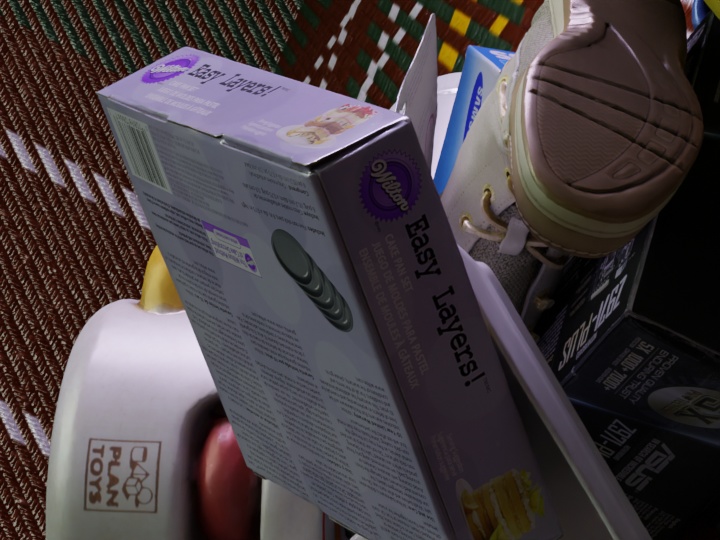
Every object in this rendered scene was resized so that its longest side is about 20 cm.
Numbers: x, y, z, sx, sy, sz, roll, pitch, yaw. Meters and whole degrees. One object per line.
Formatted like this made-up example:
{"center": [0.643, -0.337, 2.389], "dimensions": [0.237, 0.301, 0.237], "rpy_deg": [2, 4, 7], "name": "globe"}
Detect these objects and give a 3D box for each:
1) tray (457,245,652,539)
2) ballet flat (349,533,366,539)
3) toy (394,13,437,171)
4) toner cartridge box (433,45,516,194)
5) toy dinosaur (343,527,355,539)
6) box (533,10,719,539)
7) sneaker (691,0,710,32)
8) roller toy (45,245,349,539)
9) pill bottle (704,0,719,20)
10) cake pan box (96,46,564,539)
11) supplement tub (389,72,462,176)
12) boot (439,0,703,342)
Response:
{"center": [0.070, 0.077, 1.132], "dimensions": [0.022, 0.201, 0.107], "rpy_deg": [-30, -3, -19], "name": "tray"}
{"center": [0.036, 0.123, 1.293], "dimensions": [0.200, 0.072, 0.072], "rpy_deg": [-32, -14, -38], "name": "ballet flat"}
{"center": [0.000, 0.000, 1.267], "dimensions": [0.201, 0.047, 0.115], "rpy_deg": [87, -165, -45], "name": "toy"}
{"center": [0.074, 0.002, 1.396], "dimensions": [0.043, 0.095, 0.201], "rpy_deg": [-135, 55, -61], "name": "toner cartridge box"}
{"center": [0.034, 0.181, 1.385], "dimensions": [0.200, 0.102, 0.136], "rpy_deg": [-106, 23, -45], "name": "toy dinosaur"}
{"center": [0.122, 0.019, 1.234], "dimensions": [0.200, 0.086, 0.164], "rpy_deg": [-53, 13, 52], "name": "box"}
{"center": [0.177, -0.104, 1.296], "dimensions": [0.076, 0.078, 0.200], "rpy_deg": [-65, 8, -14], "name": "sneaker"}
{"center": [-0.074, 0.104, 1.398], "dimensions": [0.183, 0.139, 0.201], "rpy_deg": [-76, -15, -52], "name": "roller toy"}
{"center": [0.166, -0.155, 1.157], "dimensions": [0.113, 0.112, 0.200], "rpy_deg": [-60, 35, 24], "name": "pill bottle"}
{"center": [-0.017, 0.015, 1.151], "dimensions": [0.052, 0.185, 0.200], "rpy_deg": [-28, 22, -21], "name": "cake pan box"}
{"center": [0.052, 0.001, 1.589], "dimensions": [0.132, 0.132, 0.200], "rpy_deg": [-57, 9, 39], "name": "supplement tub"}
{"center": [0.068, -0.023, 1.162], "dimensions": [0.200, 0.072, 0.155], "rpy_deg": [-78, 14, -59], "name": "boot"}
